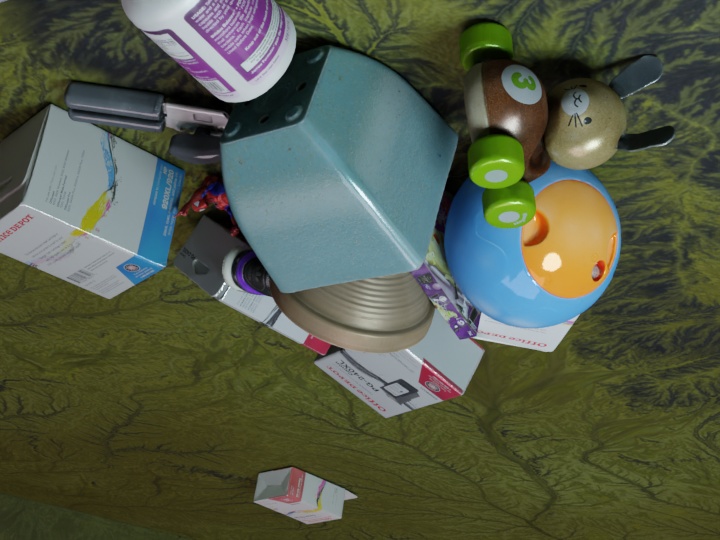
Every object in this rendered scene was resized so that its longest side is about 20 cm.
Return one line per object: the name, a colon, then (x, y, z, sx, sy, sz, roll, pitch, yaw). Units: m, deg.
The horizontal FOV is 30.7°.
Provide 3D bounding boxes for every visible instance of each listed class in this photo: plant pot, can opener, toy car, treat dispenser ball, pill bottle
plant pot: (0.000, 0.000, 1.526, 0.199, 0.202, 0.093, 13, 122, -9)
can opener: (-0.245, -0.168, 1.508, 0.198, 0.068, 0.053, 8, 154, 1)
toy car: (0.208, -0.155, 1.303, 0.198, 0.166, 0.158, -8, 151, 12)
treat dispenser ball: (0.194, -0.036, 1.482, 0.199, 0.203, 0.201, 7, 154, 3)
pill bottle: (-0.157, -0.257, 1.251, 0.111, 0.113, 0.200, -8, 150, 31)
plant pot: (-0.041, -0.124, 1.409, 0.194, 0.198, 0.200, -11, 136, 34)

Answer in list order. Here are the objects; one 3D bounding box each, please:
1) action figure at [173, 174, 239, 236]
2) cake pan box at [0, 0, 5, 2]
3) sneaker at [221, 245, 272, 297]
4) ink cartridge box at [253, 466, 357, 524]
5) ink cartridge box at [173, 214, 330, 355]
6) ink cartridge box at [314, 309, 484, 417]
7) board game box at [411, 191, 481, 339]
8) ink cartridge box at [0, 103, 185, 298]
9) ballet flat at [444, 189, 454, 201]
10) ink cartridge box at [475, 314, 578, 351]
action figure: (-0.147, -0.086, 1.609, 0.199, 0.099, 0.065, -12, 126, 40)
cake pan box: (-0.404, -0.308, 1.244, 0.198, 0.053, 0.184, -10, 163, 34)
sneaker: (-0.070, 0.012, 1.649, 0.199, 0.070, 0.099, 3, -176, -43)
ink cartridge box: (-0.114, 0.486, 2.788, 0.199, 0.068, 0.116, 29, 148, -35)
ink cartridge box: (-0.132, 0.020, 1.765, 0.199, 0.084, 0.145, 32, 180, -39)
ink cartridge box: (0.050, 0.119, 1.814, 0.145, 0.084, 0.200, 38, 149, -16)
board game box: (0.092, -0.028, 1.533, 0.032, 0.121, 0.200, -16, 131, 28)
ink cartridge box: (-0.348, -0.082, 1.624, 0.199, 0.146, 0.147, 26, 149, -32)
ballet flat: (0.076, -0.078, 1.592, 0.199, 0.064, 0.067, 29, 143, -35)
ink cartridge box: (0.216, 0.024, 1.731, 0.143, 0.085, 0.200, 11, 153, -3)
